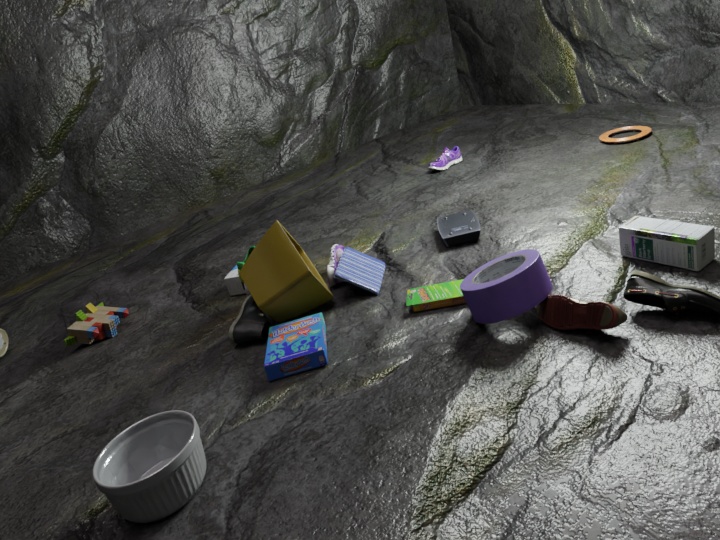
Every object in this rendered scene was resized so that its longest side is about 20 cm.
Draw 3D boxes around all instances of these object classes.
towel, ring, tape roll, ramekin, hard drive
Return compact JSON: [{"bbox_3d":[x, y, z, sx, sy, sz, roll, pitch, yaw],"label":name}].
[{"bbox_3d":[0.000,0.000,1.683,0.141,0.024,0.201,22,27,-1],"label":"towel"},{"bbox_3d":[1.083,-0.553,2.306,0.195,0.020,0.202,-15,23,6],"label":"ring"},{"bbox_3d":[0.335,0.035,1.301,0.196,0.087,0.200,-26,9,4],"label":"tape roll"},{"bbox_3d":[-0.385,0.370,1.056,0.194,0.108,0.201,-14,22,6],"label":"ramekin"},{"bbox_3d":[0.319,-0.137,1.830,0.131,0.043,0.201,-13,23,8],"label":"hard drive"}]

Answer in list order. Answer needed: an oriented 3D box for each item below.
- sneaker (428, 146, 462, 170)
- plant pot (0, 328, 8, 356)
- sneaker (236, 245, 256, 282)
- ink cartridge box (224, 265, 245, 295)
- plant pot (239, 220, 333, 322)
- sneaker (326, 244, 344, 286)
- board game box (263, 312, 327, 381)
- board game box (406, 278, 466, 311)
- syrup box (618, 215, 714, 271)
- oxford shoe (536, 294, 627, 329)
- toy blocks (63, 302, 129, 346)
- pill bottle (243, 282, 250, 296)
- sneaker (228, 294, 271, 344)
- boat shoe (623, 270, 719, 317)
[{"bbox_3d":[0.388,-0.523,2.623,0.197,0.086,0.080,-30,26,-29],"label":"sneaker"},{"bbox_3d":[-1.322,0.249,1.915,0.193,0.193,0.188,0,23,0],"label":"plant pot"},{"bbox_3d":[-0.288,-0.043,1.680,0.073,0.085,0.200,2,33,41],"label":"sneaker"},{"bbox_3d":[-0.341,0.017,1.892,0.194,0.070,0.117,-9,24,16],"label":"ink cartridge box"},{"bbox_3d":[-0.219,0.024,1.577,0.175,0.200,0.202,-37,63,-1],"label":"plant pot"},{"bbox_3d":[-0.055,-0.018,1.778,0.086,0.083,0.202,-6,28,6],"label":"sneaker"},{"bbox_3d":[-0.159,0.186,1.409,0.148,0.046,0.201,-16,22,0],"label":"board game box"},{"bbox_3d":[0.216,0.062,1.463,0.194,0.031,0.096,-8,23,12],"label":"board game box"},{"bbox_3d":[0.727,-0.068,1.346,0.080,0.081,0.198,-27,25,-25],"label":"syrup box"},{"bbox_3d":[0.465,0.095,1.196,0.073,0.073,0.198,8,1,-34],"label":"oxford shoe"},{"bbox_3d":[-0.856,0.180,1.857,0.132,0.103,0.201,3,26,14],"label":"toy blocks"},{"bbox_3d":[-0.254,0.030,1.745,0.194,0.114,0.112,-14,22,4],"label":"pill bottle"},{"bbox_3d":[-0.286,0.136,1.590,0.103,0.076,0.202,-4,34,15],"label":"sneaker"},{"bbox_3d":[0.638,0.061,1.140,0.198,0.074,0.064,21,76,41],"label":"boat shoe"}]
